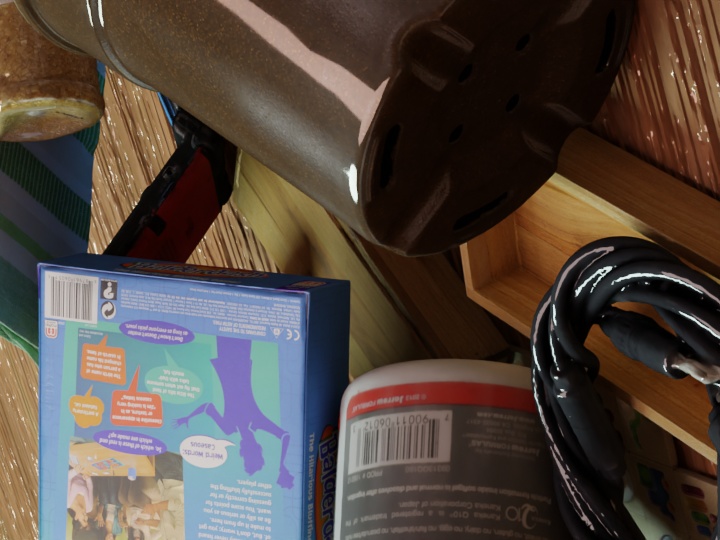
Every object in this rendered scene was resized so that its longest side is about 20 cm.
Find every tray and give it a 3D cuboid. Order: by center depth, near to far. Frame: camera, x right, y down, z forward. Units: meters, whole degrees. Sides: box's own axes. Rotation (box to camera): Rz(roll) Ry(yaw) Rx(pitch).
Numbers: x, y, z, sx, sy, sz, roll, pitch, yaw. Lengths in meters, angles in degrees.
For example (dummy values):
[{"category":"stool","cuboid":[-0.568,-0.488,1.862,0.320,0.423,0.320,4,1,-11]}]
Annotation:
[{"category":"tray","cuboid":[0.109,0.000,1.052,0.200,0.037,0.099,36,143,50]},{"category":"tray","cuboid":[0.000,0.000,1.261,0.200,0.037,0.099,54,154,28]}]

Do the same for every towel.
[{"category":"towel","cuboid":[-0.174,-0.060,1.307,0.153,0.023,0.202,50,-140,-65]}]

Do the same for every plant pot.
[{"category":"plant pot","cuboid":[-0.008,-0.123,1.010,0.198,0.200,0.201,40,146,30]}]

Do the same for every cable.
[{"category":"cable","cuboid":[0.114,0.080,1.010,0.164,0.051,0.200,58,156,16]}]

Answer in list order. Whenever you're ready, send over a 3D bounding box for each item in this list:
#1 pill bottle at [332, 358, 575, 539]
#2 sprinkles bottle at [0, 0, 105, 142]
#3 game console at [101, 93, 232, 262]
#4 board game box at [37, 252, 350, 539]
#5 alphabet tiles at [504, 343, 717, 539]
[{"category":"pill bottle","cuboid":[0.043,0.149,1.114,0.116,0.115,0.202,139,137,-65]},{"category":"sprinkles bottle","cuboid":[-0.169,-0.167,1.236,0.068,0.068,0.202,141,124,-65]},{"category":"game console","cuboid":[-0.134,-0.062,1.335,0.118,0.173,0.200,35,174,3]},{"category":"board game box","cuboid":[-0.081,0.099,1.186,0.151,0.045,0.202,7,100,27]},{"category":"alphabet tiles","cuboid":[0.119,0.121,1.177,0.200,0.006,0.168,18,128,59]}]
